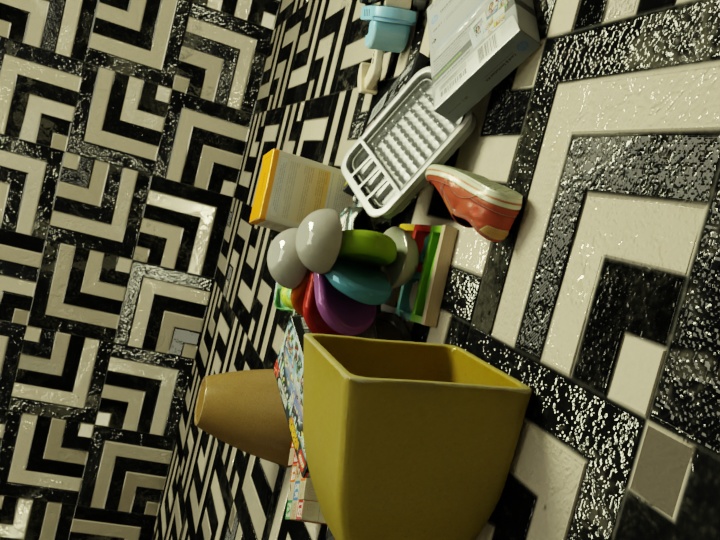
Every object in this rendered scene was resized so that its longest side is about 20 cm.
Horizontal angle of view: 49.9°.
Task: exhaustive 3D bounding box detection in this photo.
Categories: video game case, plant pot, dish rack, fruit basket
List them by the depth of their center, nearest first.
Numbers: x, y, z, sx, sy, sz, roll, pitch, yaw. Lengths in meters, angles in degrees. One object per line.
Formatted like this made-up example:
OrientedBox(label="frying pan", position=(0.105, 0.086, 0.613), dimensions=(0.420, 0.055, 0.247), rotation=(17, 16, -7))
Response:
OrientedBox(label="plant pot", position=(0.038, 0.191, 0.811), dimensions=(0.194, 0.191, 0.205), rotation=(-156, 73, -72))
OrientedBox(label="dish rack", position=(0.069, -0.172, 1.071), dimensions=(0.200, 0.043, 0.173), rotation=(-48, 38, 14))
OrientedBox(label="video game case", position=(0.040, -0.240, 1.295), dimensions=(0.200, 0.025, 0.184), rotation=(-37, 31, 63))
OrientedBox(label="plant pot", position=(-0.216, 0.271, 1.500), dimensions=(0.186, 0.196, 0.191), rotation=(-167, 90, -71))
OrientedBox(label="fruit basket", position=(-0.128, 0.003, 1.547), dimensions=(0.201, 0.091, 0.190), rotation=(96, 180, -70))

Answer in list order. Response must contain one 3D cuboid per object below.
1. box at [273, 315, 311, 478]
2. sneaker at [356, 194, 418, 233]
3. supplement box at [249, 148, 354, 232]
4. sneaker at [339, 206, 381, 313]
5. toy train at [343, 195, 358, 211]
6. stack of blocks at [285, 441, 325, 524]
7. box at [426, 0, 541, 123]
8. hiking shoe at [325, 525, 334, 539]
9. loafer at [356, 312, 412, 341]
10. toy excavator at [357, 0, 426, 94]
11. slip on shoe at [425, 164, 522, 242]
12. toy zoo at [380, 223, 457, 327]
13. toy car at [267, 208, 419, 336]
OrientedBox(label="box", position=(-0.082, 0.190, 1.180), dimensions=(0.138, 0.039, 0.202), rotation=(111, 148, -42))
OrientedBox(label="sneaker", position=(0.036, -0.132, 1.211), dimensions=(0.200, 0.076, 0.088), rotation=(130, 152, -54))
OrientedBox(label="supplement box", position=(-0.086, -0.122, 1.373), dimensions=(0.073, 0.196, 0.129), rotation=(-9, 67, 66))
OrientedBox(label="sneaker", position=(0.000, 0.000, 1.181), dimensions=(0.079, 0.074, 0.204), rotation=(-26, 76, 42))
OrientedBox(label="toy train", position=(-0.034, -0.051, 1.326), dimensions=(0.202, 0.045, 0.034), rotation=(-56, -19, -9))
OrientedBox(label="stack of blocks", position=(-0.075, 0.306, 1.268), dimensions=(0.115, 0.057, 0.205), rotation=(142, 138, -63))
OrientedBox(label="box", position=(0.150, -0.313, 0.989), dimensions=(0.155, 0.041, 0.204), rotation=(-39, 41, 41))
OrientedBox(label="hiking shoe", position=(-0.008, 0.311, 1.034), dimensions=(0.102, 0.074, 0.202), rotation=(-101, 29, -45))
OrientedBox(label="loafer", position=(-0.009, 0.104, 1.110), dimensions=(0.071, 0.074, 0.199), rotation=(-39, 10, -31))
OrientedBox(label="toy excavator", position=(0.037, -0.419, 1.398), dimensions=(0.195, 0.097, 0.205), rotation=(-128, 45, -69))
OrientedBox(label="slip on shoe", position=(0.125, -0.085, 0.919), dimensions=(0.200, 0.072, 0.063), rotation=(-133, 55, -63))
OrientedBox(label="toy zoo", position=(0.073, 0.001, 1.089), dimensions=(0.200, 0.020, 0.134), rotation=(-166, 89, -72))
OrientedBox(label="toy car", position=(-0.026, 0.016, 1.044), dimensions=(0.199, 0.172, 0.154), rotation=(-24, 59, 53))
